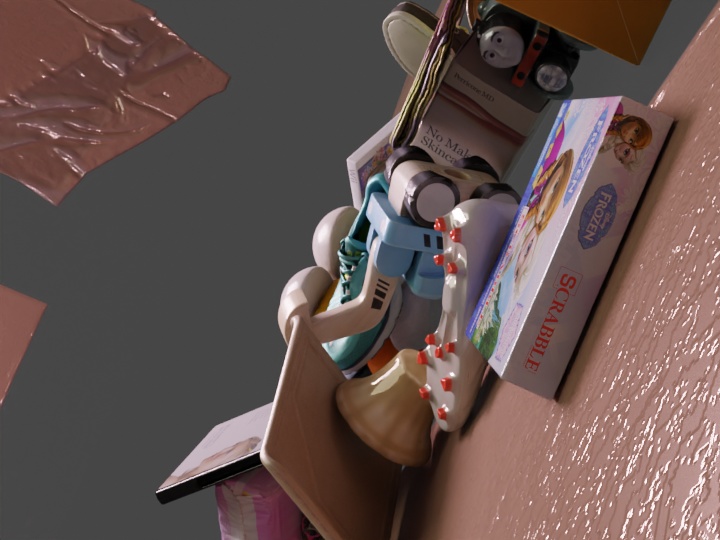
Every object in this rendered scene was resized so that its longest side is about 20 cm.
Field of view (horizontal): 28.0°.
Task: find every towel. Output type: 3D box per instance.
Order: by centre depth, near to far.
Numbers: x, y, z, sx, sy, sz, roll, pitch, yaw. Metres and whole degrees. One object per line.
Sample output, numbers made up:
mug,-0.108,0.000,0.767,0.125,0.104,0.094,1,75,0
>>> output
towel,0.077,-0.215,1.373,0.201,0.023,0.144,-68,0,-48

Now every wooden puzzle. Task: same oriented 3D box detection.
wooden puzzle,-0.026,0.164,1.260,0.037,0.186,0.201,-24,30,20

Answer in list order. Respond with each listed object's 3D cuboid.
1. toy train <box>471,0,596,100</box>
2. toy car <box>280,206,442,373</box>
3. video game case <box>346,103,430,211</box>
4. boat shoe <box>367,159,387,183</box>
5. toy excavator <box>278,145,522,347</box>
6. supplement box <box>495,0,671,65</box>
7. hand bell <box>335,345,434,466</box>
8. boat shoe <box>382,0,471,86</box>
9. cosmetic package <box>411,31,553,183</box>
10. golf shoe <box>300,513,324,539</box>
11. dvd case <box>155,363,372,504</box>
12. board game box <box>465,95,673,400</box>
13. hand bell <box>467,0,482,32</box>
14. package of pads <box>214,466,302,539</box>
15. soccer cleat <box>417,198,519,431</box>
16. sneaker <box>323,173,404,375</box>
toy train,0.162,-0.238,1.339,0.201,0.113,0.086,-73,7,-48
toy car,0.027,0.031,1.531,0.201,0.173,0.151,-64,-37,-36
video game case,0.045,-0.078,1.648,0.143,0.018,0.202,-43,-41,-35
boat shoe,0.076,-0.108,1.598,0.200,0.073,0.061,-43,-48,-48
toy excavator,0.035,-0.006,1.327,0.100,0.192,0.202,-124,45,-64
supplement box,0.153,-0.282,1.150,0.200,0.195,0.134,-79,13,-71
hand bell,0.075,0.062,1.246,0.201,0.104,0.104,-53,10,22
boat shoe,0.101,-0.225,1.551,0.071,0.201,0.061,-7,52,46
cosmetic package,0.110,-0.130,1.421,0.087,0.103,0.201,-52,-8,-44
golf shoe,0.006,0.190,1.429,0.202,0.072,0.092,-61,-3,-1
dvd case,-0.093,0.158,1.398,0.198,0.018,0.143,-24,11,27
board game box,0.141,-0.024,1.029,0.200,0.041,0.202,-122,54,-84
hand bell,0.183,-0.291,1.595,0.105,0.103,0.200,-66,-8,14
package of pads,-0.065,0.218,1.465,0.200,0.075,0.122,-38,-45,-49
soccer cleat,0.095,0.040,1.172,0.069,0.077,0.203,-135,45,-57
sneaker,0.000,0.000,1.401,0.079,0.077,0.202,30,-103,-55
